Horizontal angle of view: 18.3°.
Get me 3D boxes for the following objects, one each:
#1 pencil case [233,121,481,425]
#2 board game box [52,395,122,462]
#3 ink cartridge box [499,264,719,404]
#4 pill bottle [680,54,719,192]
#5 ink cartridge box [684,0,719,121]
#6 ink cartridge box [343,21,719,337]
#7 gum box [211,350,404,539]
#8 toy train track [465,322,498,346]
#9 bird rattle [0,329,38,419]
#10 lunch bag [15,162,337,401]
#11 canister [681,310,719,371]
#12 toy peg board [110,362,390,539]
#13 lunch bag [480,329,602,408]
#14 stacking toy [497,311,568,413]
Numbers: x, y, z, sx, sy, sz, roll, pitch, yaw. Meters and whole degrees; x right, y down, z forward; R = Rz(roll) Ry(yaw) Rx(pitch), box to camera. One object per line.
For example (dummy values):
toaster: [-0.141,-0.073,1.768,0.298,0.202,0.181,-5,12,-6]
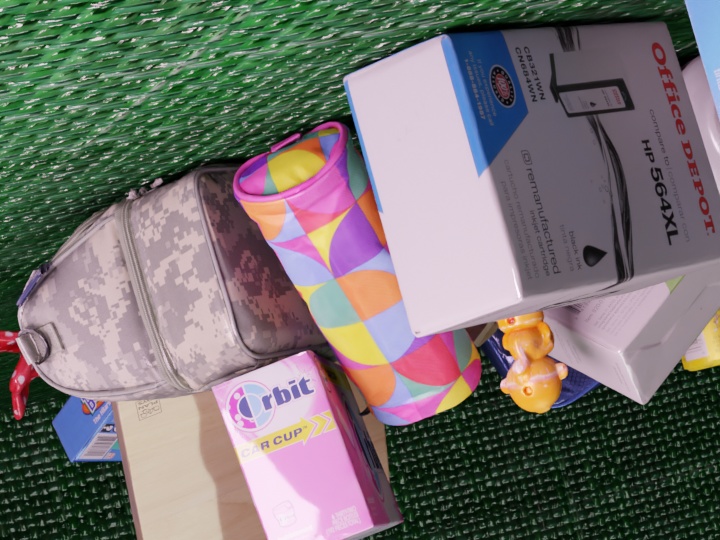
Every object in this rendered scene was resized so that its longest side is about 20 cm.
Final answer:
pencil case: [0.000,0.005,1.359,0.088,0.200,0.088,-22,-149,14]
board game box: [-0.117,0.085,1.724,0.200,0.045,0.152,5,133,-44]
ink cartridge box: [0.137,-0.009,1.484,0.117,0.200,0.067,-50,142,-15]
pill bottle: [0.237,-0.087,1.469,0.111,0.111,0.200,-13,175,-19]
ink cartridge box: [0.293,-0.139,1.162,0.200,0.084,0.145,-18,175,32]
ink cartridge box: [0.101,-0.054,1.213,0.084,0.146,0.200,-21,173,43]
gum box: [-0.029,0.120,1.421,0.066,0.114,0.200,-22,172,4]
toy train track: [0.128,-0.037,1.432,0.200,0.115,0.033,-54,153,3]
bird rattle: [-0.201,0.022,1.700,0.200,0.113,0.163,-8,152,-37]
lunch bag: [-0.106,0.016,1.449,0.168,0.139,0.200,-24,172,30]
canister: [0.256,-0.030,1.666,0.086,0.200,0.149,-14,176,5]
toy peg board: [-0.093,0.101,1.658,0.200,0.199,0.098,-21,-138,-17]
lunch bag: [0.133,-0.002,1.699,0.136,0.200,0.132,-33,178,2]
stacking toy: [0.089,-0.010,1.377,0.116,0.200,0.110,-17,175,23]
